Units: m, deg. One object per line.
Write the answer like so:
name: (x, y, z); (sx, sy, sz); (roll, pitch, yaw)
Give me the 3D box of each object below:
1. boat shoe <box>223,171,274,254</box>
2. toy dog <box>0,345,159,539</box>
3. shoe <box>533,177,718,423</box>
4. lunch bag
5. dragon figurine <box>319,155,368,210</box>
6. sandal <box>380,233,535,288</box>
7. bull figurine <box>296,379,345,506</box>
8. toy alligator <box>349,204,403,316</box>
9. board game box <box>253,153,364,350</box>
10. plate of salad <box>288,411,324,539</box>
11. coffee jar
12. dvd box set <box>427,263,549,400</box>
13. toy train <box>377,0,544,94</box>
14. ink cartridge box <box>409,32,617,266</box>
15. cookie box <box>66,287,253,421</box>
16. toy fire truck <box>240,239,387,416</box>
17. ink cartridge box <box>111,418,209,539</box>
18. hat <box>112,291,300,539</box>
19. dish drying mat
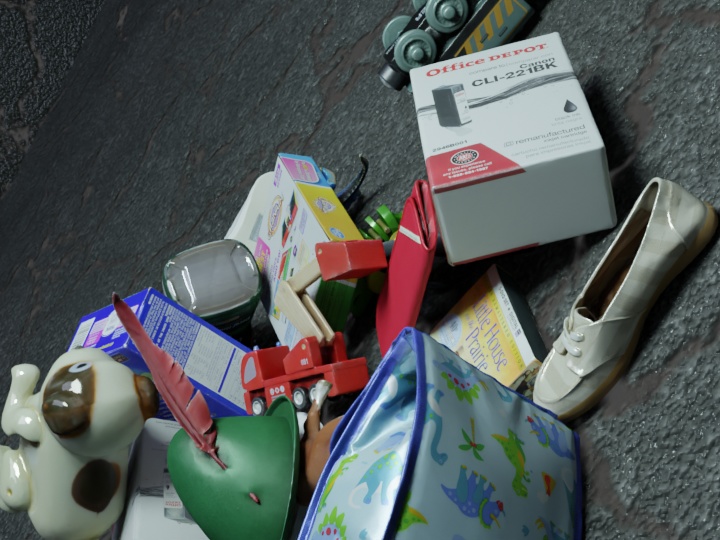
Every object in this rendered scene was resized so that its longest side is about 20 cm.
boat shoe: (-0.144, -0.028, 1.564); (0.069, 0.071, 0.202); (133, 155, -72)
toy dog: (-0.272, 0.161, 1.192); (0.201, 0.138, 0.195); (-62, 41, 37)
shoe: (0.184, 0.021, 0.929); (0.201, 0.053, 0.070); (-55, 25, 4)
lunch bag: (0.062, 0.163, 0.851); (0.127, 0.169, 0.202); (-15, 48, 53)
dragon figurine: (-0.046, -0.057, 1.423); (0.199, 0.059, 0.100); (-22, 42, 51)
sandal: (0.077, -0.009, 1.142); (0.199, 0.075, 0.044); (-10, 79, 58)
bull figurine: (0.007, 0.138, 1.031); (0.199, 0.065, 0.123); (-23, 40, 49)
toy alligator: (0.000, 0.000, 1.280); (0.201, 0.054, 0.059); (-54, 25, 6)
board game box: (-0.059, -0.010, 1.301); (0.200, 0.040, 0.155); (-121, 42, -54)
plate of salad: (-0.079, 0.230, 1.166); (0.199, 0.048, 0.202); (-36, 41, 39)
coffee jar: (-0.167, 0.048, 1.388); (0.200, 0.103, 0.086); (109, 140, -65)
dvd box set: (0.072, 0.107, 1.058); (0.200, 0.029, 0.147); (-48, 27, 20)
toy train: (0.107, -0.258, 1.316); (0.201, 0.113, 0.085); (-50, 25, 11)
ink cartridge box: (0.126, -0.110, 1.078); (0.142, 0.084, 0.201); (-13, 36, 6)
cookie box: (-0.190, 0.112, 1.322); (0.170, 0.199, 0.076); (-19, 43, 51)
toy fire truck: (-0.048, 0.056, 1.182); (0.199, 0.048, 0.143); (-18, 82, 47)
ink cartridge box: (-0.198, 0.268, 1.244); (0.201, 0.084, 0.147); (-98, 24, -56)
hat: (-0.158, 0.166, 1.079); (0.202, 0.174, 0.166); (-93, 26, -43)
dish drying mat: (0.038, 0.012, 1.107); (0.201, 0.018, 0.078); (105, 159, -53)
